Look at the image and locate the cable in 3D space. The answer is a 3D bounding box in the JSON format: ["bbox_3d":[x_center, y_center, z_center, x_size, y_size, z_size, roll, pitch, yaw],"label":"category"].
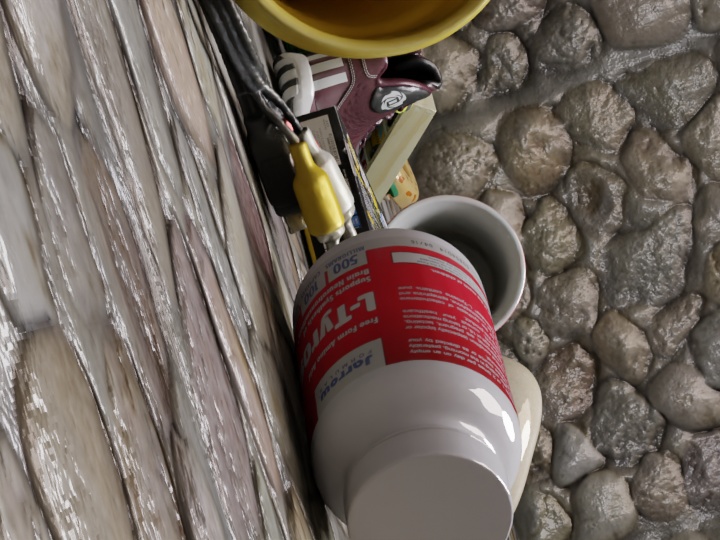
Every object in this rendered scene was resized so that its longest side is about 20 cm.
[{"bbox_3d":[-0.048,-0.101,1.436,0.097,0.050,0.200,-102,175,-58],"label":"cable"}]

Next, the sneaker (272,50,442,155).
[{"bbox_3d":[0.009,-0.118,1.826,0.200,0.115,0.076,59,15,-73],"label":"sneaker"}]

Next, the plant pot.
[{"bbox_3d":[-0.014,-0.238,1.587,0.189,0.200,0.201,-159,-129,-76],"label":"plant pot"}]

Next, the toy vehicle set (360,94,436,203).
[{"bbox_3d":[0.009,-0.154,2.076,0.124,0.026,0.200,-59,-152,33],"label":"toy vehicle set"}]

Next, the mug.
[{"bbox_3d":[0.064,0.026,2.199,0.133,0.178,0.200,37,-3,4],"label":"mug"}]

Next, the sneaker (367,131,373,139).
[{"bbox_3d":[-0.034,-0.212,2.002,0.116,0.074,0.200,-104,-175,-54],"label":"sneaker"}]

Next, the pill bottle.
[{"bbox_3d":[0.025,0.073,1.300,0.200,0.112,0.112,-101,173,-57],"label":"pill bottle"}]

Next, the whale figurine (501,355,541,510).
[{"bbox_3d":[0.048,0.117,1.651,0.200,0.104,0.159,162,-55,-75],"label":"whale figurine"}]

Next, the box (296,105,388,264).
[{"bbox_3d":[0.000,0.000,1.707,0.200,0.049,0.160,64,8,-66],"label":"box"}]

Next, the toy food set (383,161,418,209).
[{"bbox_3d":[0.007,-0.162,2.447,0.198,0.049,0.200,55,19,-77],"label":"toy food set"}]

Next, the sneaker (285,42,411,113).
[{"bbox_3d":[-0.031,-0.174,1.868,0.200,0.083,0.074,43,48,-47],"label":"sneaker"}]
